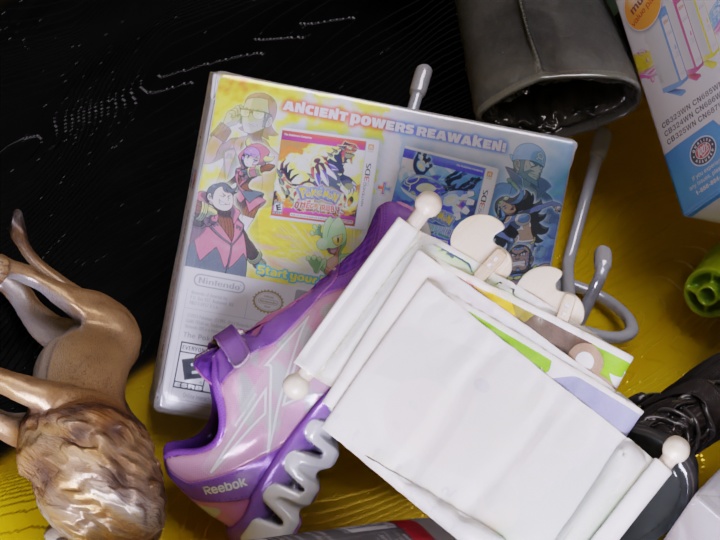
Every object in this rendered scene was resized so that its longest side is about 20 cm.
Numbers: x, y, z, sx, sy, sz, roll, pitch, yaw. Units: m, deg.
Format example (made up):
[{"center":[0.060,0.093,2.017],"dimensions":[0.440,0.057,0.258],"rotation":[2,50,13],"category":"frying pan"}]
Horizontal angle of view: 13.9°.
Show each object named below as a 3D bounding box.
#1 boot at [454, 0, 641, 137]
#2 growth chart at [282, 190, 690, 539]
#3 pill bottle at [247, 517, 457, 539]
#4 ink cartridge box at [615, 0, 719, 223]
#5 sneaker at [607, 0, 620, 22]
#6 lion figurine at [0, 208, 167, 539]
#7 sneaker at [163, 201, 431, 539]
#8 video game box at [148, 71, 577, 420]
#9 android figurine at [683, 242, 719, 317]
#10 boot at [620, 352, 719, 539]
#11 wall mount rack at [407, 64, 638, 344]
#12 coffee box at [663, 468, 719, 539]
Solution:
[{"center":[0.063,-0.161,1.748],"dimensions":[0.182,0.073,0.200],"rotation":[-10,60,5],"category":"boot"},{"center":[0.063,0.065,1.449],"dimensions":[0.200,0.018,0.145],"rotation":[43,85,16],"category":"growth chart"},{"center":[-0.046,0.186,1.442],"dimensions":[0.200,0.111,0.111],"rotation":[-5,56,-25],"category":"pill bottle"},{"center":[0.238,-0.140,1.692],"dimensions":[0.125,0.129,0.200],"rotation":[6,58,-41],"category":"ink cartridge box"},{"center":[0.131,-0.248,1.876],"dimensions":[0.140,0.078,0.200],"rotation":[28,48,1],"category":"sneaker"},{"center":[-0.147,0.056,1.533],"dimensions":[0.122,0.072,0.200],"rotation":[22,44,-14],"category":"lion figurine"},{"center":[-0.036,0.047,1.515],"dimensions":[0.088,0.080,0.200],"rotation":[30,91,-4],"category":"sneaker"},{"center":[0.000,0.000,1.575],"dimensions":[0.200,0.182,0.047],"rotation":[11,6,-10],"category":"video game box"},{"center":[0.283,0.014,1.711],"dimensions":[0.182,0.041,0.200],"rotation":[12,23,14],"category":"android figurine"},{"center":[0.162,0.084,1.560],"dimensions":[0.174,0.200,0.069],"rotation":[-30,92,-30],"category":"boot"},{"center":[0.077,-0.037,1.695],"dimensions":[0.200,0.075,0.174],"rotation":[20,25,-7],"category":"wall mount rack"},{"center":[0.196,0.177,1.484],"dimensions":[0.113,0.200,0.080],"rotation":[42,54,13],"category":"coffee box"}]
